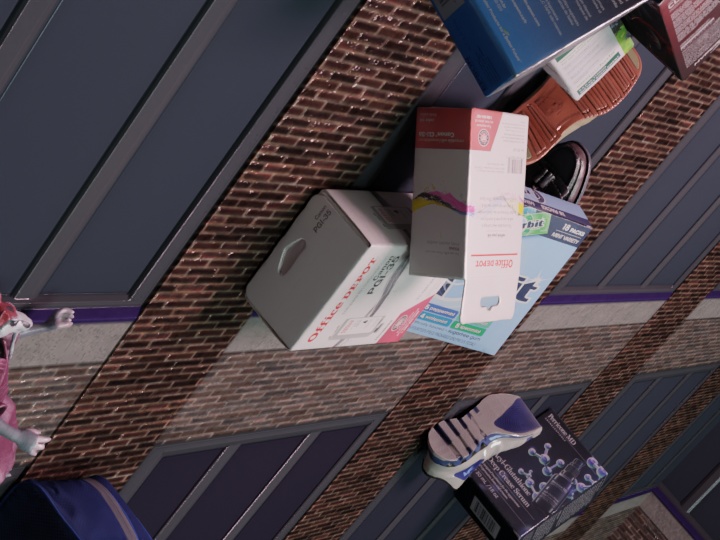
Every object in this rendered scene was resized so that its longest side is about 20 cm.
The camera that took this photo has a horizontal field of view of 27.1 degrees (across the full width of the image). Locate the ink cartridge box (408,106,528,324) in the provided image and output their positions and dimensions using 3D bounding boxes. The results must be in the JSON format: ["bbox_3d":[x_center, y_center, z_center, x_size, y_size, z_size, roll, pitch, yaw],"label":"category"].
[{"bbox_3d":[0.104,-0.053,1.449,0.116,0.067,0.203,-1,95,-56],"label":"ink cartridge box"}]

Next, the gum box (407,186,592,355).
[{"bbox_3d":[0.132,-0.007,1.655,0.168,0.045,0.201,16,124,-32],"label":"gum box"}]

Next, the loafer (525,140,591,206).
[{"bbox_3d":[0.183,-0.064,1.691,0.063,0.072,0.201,-2,138,-49],"label":"loafer"}]

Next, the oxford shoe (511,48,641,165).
[{"bbox_3d":[0.208,-0.175,1.564,0.199,0.071,0.074,-34,-179,-18],"label":"oxford shoe"}]

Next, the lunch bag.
[{"bbox_3d":[-0.306,0.307,1.485,0.200,0.136,0.132,-48,155,17],"label":"lunch bag"}]

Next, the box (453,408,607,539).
[{"bbox_3d":[0.279,0.353,2.459,0.199,0.149,0.108,-31,155,-24],"label":"box"}]

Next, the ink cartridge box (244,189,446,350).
[{"bbox_3d":[0.000,0.000,1.495,0.147,0.083,0.199,-52,155,23],"label":"ink cartridge box"}]

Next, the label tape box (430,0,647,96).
[{"bbox_3d":[0.151,-0.252,1.204,0.199,0.144,0.066,-32,-179,-23],"label":"label tape box"}]

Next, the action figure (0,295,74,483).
[{"bbox_3d":[-0.313,0.091,1.195,0.147,0.135,0.202,11,123,-8],"label":"action figure"}]

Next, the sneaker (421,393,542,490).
[{"bbox_3d":[0.162,0.259,2.219,0.198,0.081,0.116,-16,151,-32],"label":"sneaker"}]

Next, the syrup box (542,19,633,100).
[{"bbox_3d":[0.180,-0.237,1.367,0.079,0.082,0.200,-44,158,6],"label":"syrup box"}]

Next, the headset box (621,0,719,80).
[{"bbox_3d":[0.250,-0.274,1.326,0.075,0.149,0.200,-43,158,4],"label":"headset box"}]
